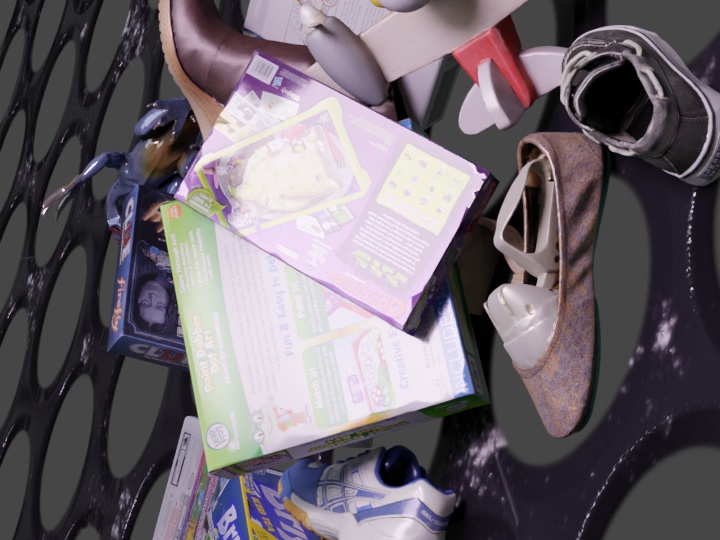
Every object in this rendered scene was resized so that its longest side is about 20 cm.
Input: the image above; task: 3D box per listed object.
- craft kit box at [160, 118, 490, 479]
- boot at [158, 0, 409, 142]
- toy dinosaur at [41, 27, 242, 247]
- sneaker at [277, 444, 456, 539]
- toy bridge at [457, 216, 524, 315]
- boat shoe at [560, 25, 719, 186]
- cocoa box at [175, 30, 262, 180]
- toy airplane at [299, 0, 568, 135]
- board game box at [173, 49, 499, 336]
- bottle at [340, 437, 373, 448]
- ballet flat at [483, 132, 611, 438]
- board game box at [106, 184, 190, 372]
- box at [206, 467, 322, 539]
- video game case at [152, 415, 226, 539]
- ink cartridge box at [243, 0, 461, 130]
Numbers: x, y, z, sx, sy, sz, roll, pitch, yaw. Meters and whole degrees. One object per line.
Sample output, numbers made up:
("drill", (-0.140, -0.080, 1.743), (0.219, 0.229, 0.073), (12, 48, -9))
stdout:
("craft kit box", (-0.028, 0.021, 1.276), (0.197, 0.049, 0.201), (-16, 72, 15))
("boot", (-0.056, -0.156, 1.427), (0.166, 0.072, 0.201), (-17, 93, 21))
("toy dinosaur", (-0.162, -0.084, 1.559), (0.200, 0.105, 0.181), (-47, 9, -20))
("sneaker", (0.011, 0.162, 1.317), (0.088, 0.075, 0.200), (-63, 29, 0))
("toy bridge", (0.080, -0.003, 1.296), (0.200, 0.027, 0.067), (14, 89, 68))
("boat shoe", (0.158, -0.111, 1.131), (0.071, 0.064, 0.200), (-69, 23, 13))
("cocoa box", (-0.080, -0.094, 1.598), (0.131, 0.133, 0.201), (20, 94, 66))
("toy airplane", (0.055, -0.182, 1.246), (0.199, 0.141, 0.201), (23, 107, 25))
("board game box", (-0.019, -0.054, 1.252), (0.200, 0.032, 0.120), (30, 87, 25))
("bottle", (-0.003, 0.025, 1.335), (0.065, 0.083, 0.201), (-1, 78, 37))
("ballet flat", (0.112, 0.005, 1.162), (0.068, 0.067, 0.201), (-36, 44, 58))
("board game box", (-0.095, 0.022, 1.471), (0.035, 0.199, 0.136), (-42, 39, 51))
("box", (-0.066, 0.240, 1.429), (0.064, 0.070, 0.200), (-59, 27, 28))
("video game case", (-0.150, 0.240, 1.696), (0.182, 0.023, 0.201), (5, 80, 68))
("ink cartridge box", (0.010, -0.228, 1.403), (0.044, 0.173, 0.200), (-34, -29, -46))
